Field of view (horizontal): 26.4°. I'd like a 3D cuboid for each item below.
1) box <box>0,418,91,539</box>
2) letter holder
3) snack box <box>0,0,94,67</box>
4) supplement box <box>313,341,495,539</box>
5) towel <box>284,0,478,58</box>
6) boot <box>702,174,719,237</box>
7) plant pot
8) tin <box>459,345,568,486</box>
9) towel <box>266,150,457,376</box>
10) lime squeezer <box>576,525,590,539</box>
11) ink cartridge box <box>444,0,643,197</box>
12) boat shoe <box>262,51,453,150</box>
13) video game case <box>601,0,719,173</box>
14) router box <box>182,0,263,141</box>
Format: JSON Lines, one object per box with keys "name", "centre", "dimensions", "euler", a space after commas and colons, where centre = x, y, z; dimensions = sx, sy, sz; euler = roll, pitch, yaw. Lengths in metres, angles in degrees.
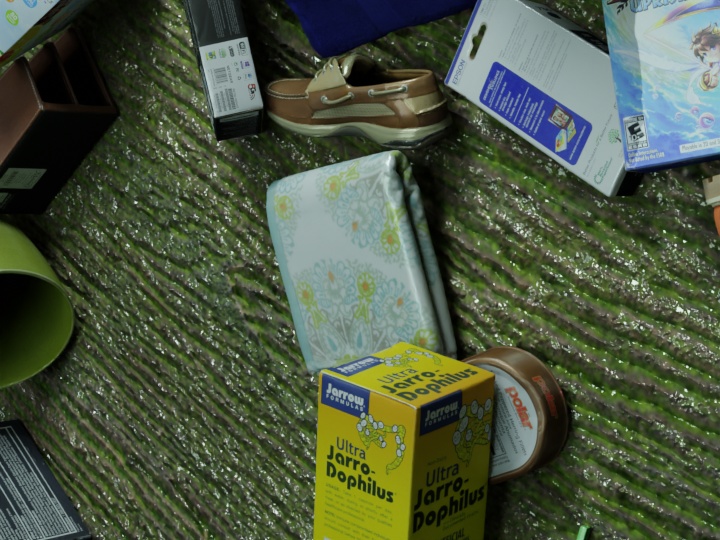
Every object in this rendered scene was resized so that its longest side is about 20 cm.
{"name": "box", "centre": [-0.462, 0.294, 1.796], "dimensions": [0.200, 0.198, 0.123], "euler": [50, 125, 31]}
{"name": "letter holder", "centre": [-0.388, -0.178, 1.757], "dimensions": [0.200, 0.101, 0.142], "euler": [-43, 62, 38]}
{"name": "snack box", "centre": [-0.327, -0.302, 1.626], "dimensions": [0.200, 0.169, 0.068], "euler": [-31, 101, 36]}
{"name": "supplement box", "centre": [0.035, 0.178, 1.300], "dimensions": [0.109, 0.109, 0.200], "euler": [17, 113, 38]}
{"name": "towel", "centre": [0.013, -0.270, 1.318], "dimensions": [0.200, 0.148, 0.050], "euler": [-13, 43, 32]}
{"name": "boot", "centre": [0.337, -0.033, 1.072], "dimensions": [0.200, 0.075, 0.107], "euler": [-14, 86, 53]}
{"name": "plant pot", "centre": [-0.451, 0.005, 1.794], "dimensions": [0.187, 0.187, 0.200], "euler": [-59, 41, 30]}
{"name": "tin", "centre": [0.093, 0.137, 1.337], "dimensions": [0.200, 0.042, 0.112], "euler": [-27, 87, 43]}
{"name": "towel", "centre": [0.000, 0.000, 1.403], "dimensions": [0.171, 0.048, 0.200], "euler": [-10, 97, 43]}
{"name": "lime squeezer", "centre": [0.188, 0.317, 1.266], "dimensions": [0.071, 0.038, 0.200], "euler": [-30, 72, 42]}
{"name": "ink cartridge box", "centre": [0.162, -0.151, 1.255], "dimensions": [0.200, 0.039, 0.100], "euler": [40, 120, 34]}
{"name": "boat shoe", "centre": [-0.003, -0.162, 1.384], "dimensions": [0.200, 0.076, 0.074], "euler": [11, 122, 35]}
{"name": "video game case", "centre": [0.276, -0.176, 1.108], "dimensions": [0.200, 0.045, 0.181], "euler": [-10, 86, 33]}
{"name": "router box", "centre": [-0.138, -0.234, 1.472], "dimensions": [0.149, 0.051, 0.200], "euler": [146, 111, -84]}
